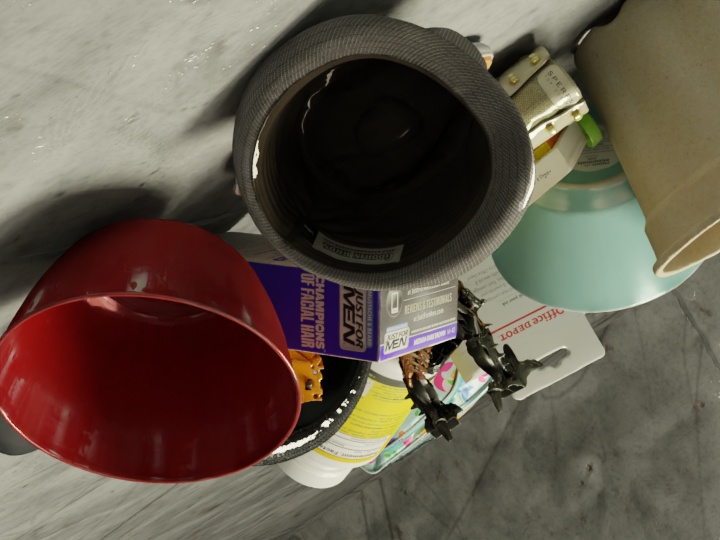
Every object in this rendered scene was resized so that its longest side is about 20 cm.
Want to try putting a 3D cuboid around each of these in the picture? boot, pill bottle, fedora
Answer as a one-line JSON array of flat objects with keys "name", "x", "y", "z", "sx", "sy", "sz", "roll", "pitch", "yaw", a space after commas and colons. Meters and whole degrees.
[{"name": "boot", "x": 0.089, "y": -0.093, "z": 1.250, "sx": 0.154, "sy": 0.072, "sz": 0.200, "roll": -33, "pitch": -171, "yaw": 12}, {"name": "pill bottle", "x": -0.008, "y": 0.108, "z": 1.584, "sx": 0.112, "sy": 0.113, "sz": 0.200, "roll": -19, "pitch": 152, "yaw": -44}, {"name": "fedora", "x": 0.019, "y": -0.083, "z": 1.041, "sx": 0.200, "sy": 0.176, "sz": 0.090, "roll": -49, "pitch": -170, "yaw": 37}, {"name": "fedora", "x": -0.090, "y": 0.064, "z": 1.431, "sx": 0.200, "sy": 0.202, "sz": 0.091, "roll": -25, "pitch": -160, "yaw": -26}]

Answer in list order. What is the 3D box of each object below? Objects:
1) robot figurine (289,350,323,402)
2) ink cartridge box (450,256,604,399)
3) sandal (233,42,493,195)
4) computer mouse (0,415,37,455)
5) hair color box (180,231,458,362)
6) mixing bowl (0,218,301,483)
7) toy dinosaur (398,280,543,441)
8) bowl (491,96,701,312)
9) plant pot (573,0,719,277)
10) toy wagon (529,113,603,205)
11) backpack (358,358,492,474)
[{"name": "robot figurine", "x": -0.129, "y": 0.064, "z": 1.275, "sx": 0.198, "sy": 0.059, "sz": 0.145, "roll": 2, "pitch": -169, "yaw": -7}, {"name": "ink cartridge box", "x": 0.121, "y": 0.022, "z": 1.583, "sx": 0.115, "sy": 0.201, "sz": 0.067, "roll": -24, "pitch": 168, "yaw": -28}, {"name": "sandal", "x": 0.013, "y": -0.090, "z": 1.166, "sx": 0.206, "sy": 0.059, "sz": 0.079, "roll": -27, "pitch": 169, "yaw": -16}, {"name": "computer mouse", "x": -0.294, "y": 0.128, "z": 1.376, "sx": 0.140, "sy": 0.046, "sz": 0.200, "roll": -28, "pitch": 169, "yaw": -18}, {"name": "hair color box", "x": -0.043, "y": 0.016, "z": 1.217, "sx": 0.199, "sy": 0.065, "sz": 0.109, "roll": 5, "pitch": -170, "yaw": 32}, {"name": "mixing bowl", "x": -0.135, "y": 0.038, "z": 1.123, "sx": 0.199, "sy": 0.109, "sz": 0.201, "roll": 1, "pitch": 140, "yaw": 1}, {"name": "toy dinosaur", "x": 0.052, "y": 0.052, "z": 1.313, "sx": 0.102, "sy": 0.136, "sz": 0.200, "roll": -27, "pitch": -171, "yaw": 37}, {"name": "bowl", "x": 0.199, "y": -0.073, "z": 1.474, "sx": 0.200, "sy": 0.201, "sz": 0.105, "roll": -28, "pitch": 134, "yaw": -10}, {"name": "plant pot", "x": 0.265, "y": -0.125, "z": 1.337, "sx": 0.200, "sy": 0.184, "sz": 0.201, "roll": -30, "pitch": 168, "yaw": -7}, {"name": "toy wagon", "x": 0.102, "y": -0.078, "z": 1.385, "sx": 0.155, "sy": 0.040, "sz": 0.200, "roll": -39, "pitch": -163, "yaw": -6}, {"name": "backpack", "x": 0.042, "y": 0.084, "z": 1.731, "sx": 0.199, "sy": 0.178, "sz": 0.151, "roll": -34, "pitch": 174, "yaw": -3}]
